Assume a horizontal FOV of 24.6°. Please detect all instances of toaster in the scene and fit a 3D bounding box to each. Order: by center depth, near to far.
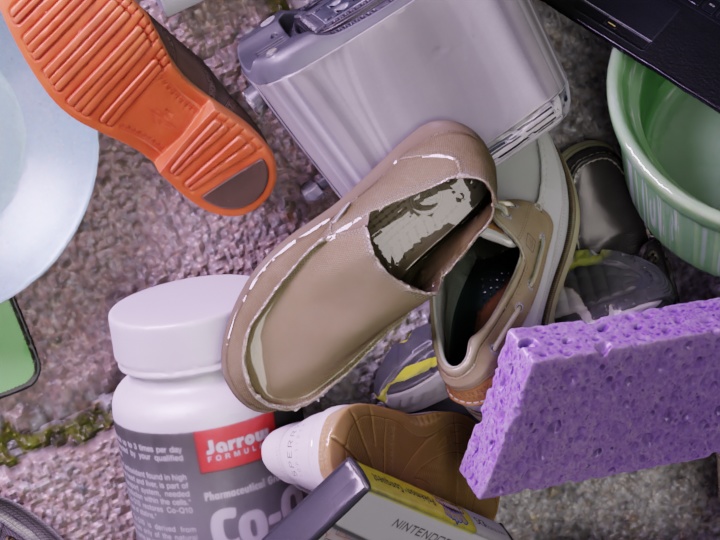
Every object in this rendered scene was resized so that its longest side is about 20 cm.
[{"bbox_3d":[0.035,-0.122,0.972,0.199,0.114,0.130,-33,112,-3],"label":"toaster"}]

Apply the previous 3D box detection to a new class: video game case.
[{"bbox_3d":[-0.023,0.201,0.949,0.200,0.026,0.180,-44,144,11],"label":"video game case"}]

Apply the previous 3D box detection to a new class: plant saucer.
[{"bbox_3d":[-0.250,-0.072,0.937,0.200,0.039,0.203,-4,100,-23],"label":"plant saucer"}]

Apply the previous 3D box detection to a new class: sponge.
[{"bbox_3d":[0.162,0.071,0.961,0.199,0.030,0.112,-7,132,-26],"label":"sponge"}]

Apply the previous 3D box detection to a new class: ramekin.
[{"bbox_3d":[0.249,-0.088,0.995,0.198,0.098,0.201,-3,63,7],"label":"ramekin"}]

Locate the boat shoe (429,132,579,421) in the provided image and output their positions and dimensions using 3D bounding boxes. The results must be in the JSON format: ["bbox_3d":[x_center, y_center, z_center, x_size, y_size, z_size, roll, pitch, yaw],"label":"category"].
[{"bbox_3d":[0.083,-0.013,0.981,0.068,0.074,0.201,41,46,-48],"label":"boat shoe"}]

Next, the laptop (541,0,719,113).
[{"bbox_3d":[0.211,-0.220,0.952,0.177,0.103,0.200,36,74,23],"label":"laptop"}]

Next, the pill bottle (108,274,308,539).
[{"bbox_3d":[-0.086,0.112,0.990,0.113,0.114,0.201,-12,106,-12],"label":"pill bottle"}]

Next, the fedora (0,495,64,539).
[{"bbox_3d":[-0.246,0.228,0.986,0.176,0.090,0.200,-37,109,-4],"label":"fedora"}]

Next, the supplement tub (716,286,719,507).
[{"bbox_3d":[0.302,0.089,1.072,0.144,0.145,0.202,-10,105,-12],"label":"supplement tub"}]

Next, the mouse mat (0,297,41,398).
[{"bbox_3d":[-0.306,0.031,0.971,0.199,0.008,0.162,-22,107,-10],"label":"mouse mat"}]

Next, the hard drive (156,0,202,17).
[{"bbox_3d":[-0.044,-0.241,0.939,0.199,0.027,0.132,-27,137,-8],"label":"hard drive"}]

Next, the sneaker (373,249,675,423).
[{"bbox_3d":[0.109,0.054,1.038,0.199,0.075,0.085,-22,124,21],"label":"sneaker"}]

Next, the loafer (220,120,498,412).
[{"bbox_3d":[0.000,0.000,0.905,0.076,0.067,0.200,39,92,-20],"label":"loafer"}]

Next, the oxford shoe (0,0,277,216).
[{"bbox_3d":[-0.131,-0.113,0.948,0.071,0.073,0.200,-38,116,11],"label":"oxford shoe"}]

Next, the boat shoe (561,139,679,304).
[{"bbox_3d":[0.174,0.015,1.062,0.071,0.066,0.202,-18,106,-10],"label":"boat shoe"}]

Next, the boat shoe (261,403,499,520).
[{"bbox_3d":[0.016,0.115,0.987,0.200,0.069,0.071,26,66,-51],"label":"boat shoe"}]
